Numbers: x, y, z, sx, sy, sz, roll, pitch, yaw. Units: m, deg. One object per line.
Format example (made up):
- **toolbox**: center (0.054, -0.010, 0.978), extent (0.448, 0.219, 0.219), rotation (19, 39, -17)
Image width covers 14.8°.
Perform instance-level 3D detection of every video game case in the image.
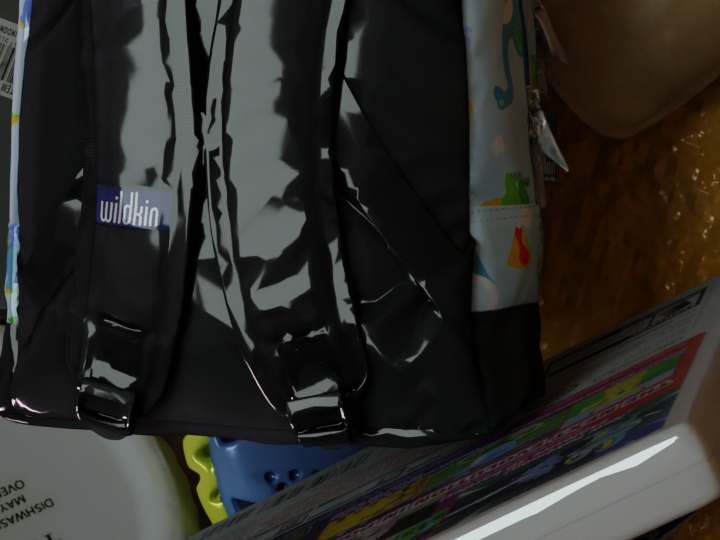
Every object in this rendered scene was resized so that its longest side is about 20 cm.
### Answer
- **video game case**: center (0.014, 0.067, 0.727), extent (0.199, 0.182, 0.023), rotation (-27, 95, 17)

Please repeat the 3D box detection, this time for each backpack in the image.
- **backpack**: center (-0.021, -0.065, 0.763), extent (0.162, 0.154, 0.201), rotation (-2, 105, 25)

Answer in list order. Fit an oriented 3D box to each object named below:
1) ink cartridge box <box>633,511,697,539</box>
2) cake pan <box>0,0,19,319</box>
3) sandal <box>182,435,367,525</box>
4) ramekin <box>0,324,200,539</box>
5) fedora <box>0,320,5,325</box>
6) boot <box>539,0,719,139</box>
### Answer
- **ink cartridge box**: center (-0.008, 0.110, 0.756), extent (0.037, 0.199, 0.095), rotation (62, 153, -1)
- **cake pan**: center (-0.113, -0.075, 0.875), extent (0.037, 0.199, 0.201), rotation (-120, 49, -69)
- **sandal**: center (0.000, 0.000, 0.849), extent (0.087, 0.079, 0.201), rotation (9, 94, 37)
- **ramekin**: center (-0.138, 0.103, 0.866), extent (0.203, 0.202, 0.094), rotation (56, 150, 28)
- **fedora**: center (-0.141, -0.043, 0.959), extent (0.200, 0.091, 0.202), rotation (-3, 85, 40)
- **boot**: center (0.104, -0.162, 0.775), extent (0.200, 0.066, 0.176), rotation (-36, 65, 34)
